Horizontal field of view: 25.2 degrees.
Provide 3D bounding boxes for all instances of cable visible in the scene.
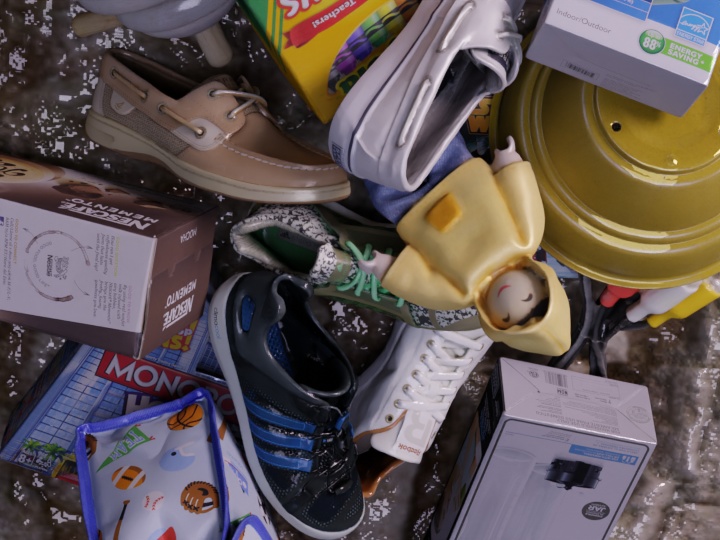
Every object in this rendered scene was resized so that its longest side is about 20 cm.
[{"bbox_3d":[0.169,0.039,1.109,0.097,0.050,0.200,17,131,-20],"label":"cable"}]

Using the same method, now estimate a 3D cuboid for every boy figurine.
[{"bbox_3d":[0.058,-0.025,0.995,0.124,0.064,0.200,-34,70,4],"label":"boy figurine"}]

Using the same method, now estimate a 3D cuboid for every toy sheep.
[{"bbox_3d":[-0.130,-0.206,0.972,0.138,0.138,0.200,-25,128,8],"label":"toy sheep"}]

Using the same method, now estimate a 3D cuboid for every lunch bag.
[{"bbox_3d":[-0.104,0.208,1.062,0.123,0.200,0.170,-19,130,3],"label":"lunch bag"}]

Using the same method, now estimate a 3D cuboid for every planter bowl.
[{"bbox_3d":[0.184,-0.095,1.007,0.200,0.083,0.201,1,77,-3],"label":"planter bowl"}]

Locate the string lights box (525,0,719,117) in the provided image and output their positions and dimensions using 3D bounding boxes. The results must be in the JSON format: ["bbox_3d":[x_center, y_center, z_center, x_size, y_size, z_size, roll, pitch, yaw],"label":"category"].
[{"bbox_3d":[0.181,-0.205,0.959,0.102,0.059,0.201,21,76,0],"label":"string lights box"}]

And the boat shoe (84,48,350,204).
[{"bbox_3d":[-0.092,-0.091,1.014,0.199,0.071,0.065,20,108,26],"label":"boat shoe"}]

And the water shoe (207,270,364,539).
[{"bbox_3d":[-0.037,0.095,1.063,0.079,0.071,0.201,-4,117,47],"label":"water shoe"}]

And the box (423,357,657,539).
[{"bbox_3d":[0.126,0.165,1.170,0.116,0.060,0.200,12,127,-9],"label":"box"}]

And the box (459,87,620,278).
[{"bbox_3d":[0.126,-0.063,1.098,0.199,0.040,0.137,2,115,-4],"label":"box"}]

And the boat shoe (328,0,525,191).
[{"bbox_3d":[0.063,-0.131,0.954,0.200,0.066,0.072,-50,147,-17],"label":"boat shoe"}]

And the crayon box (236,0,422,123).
[{"bbox_3d":[-0.006,-0.174,0.968,0.127,0.051,0.200,-38,146,-1],"label":"crayon box"}]

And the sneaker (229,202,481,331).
[{"bbox_3d":[0.000,0.000,1.055,0.199,0.089,0.077,14,105,19],"label":"sneaker"}]

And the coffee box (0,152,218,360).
[{"bbox_3d":[-0.204,-0.017,1.021,0.199,0.113,0.080,14,105,13],"label":"coffee box"}]

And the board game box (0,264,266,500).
[{"bbox_3d":[-0.125,0.070,1.134,0.199,0.062,0.200,20,113,-12],"label":"board game box"}]

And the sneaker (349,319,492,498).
[{"bbox_3d":[0.047,0.084,1.122,0.073,0.085,0.200,21,122,-28],"label":"sneaker"}]
